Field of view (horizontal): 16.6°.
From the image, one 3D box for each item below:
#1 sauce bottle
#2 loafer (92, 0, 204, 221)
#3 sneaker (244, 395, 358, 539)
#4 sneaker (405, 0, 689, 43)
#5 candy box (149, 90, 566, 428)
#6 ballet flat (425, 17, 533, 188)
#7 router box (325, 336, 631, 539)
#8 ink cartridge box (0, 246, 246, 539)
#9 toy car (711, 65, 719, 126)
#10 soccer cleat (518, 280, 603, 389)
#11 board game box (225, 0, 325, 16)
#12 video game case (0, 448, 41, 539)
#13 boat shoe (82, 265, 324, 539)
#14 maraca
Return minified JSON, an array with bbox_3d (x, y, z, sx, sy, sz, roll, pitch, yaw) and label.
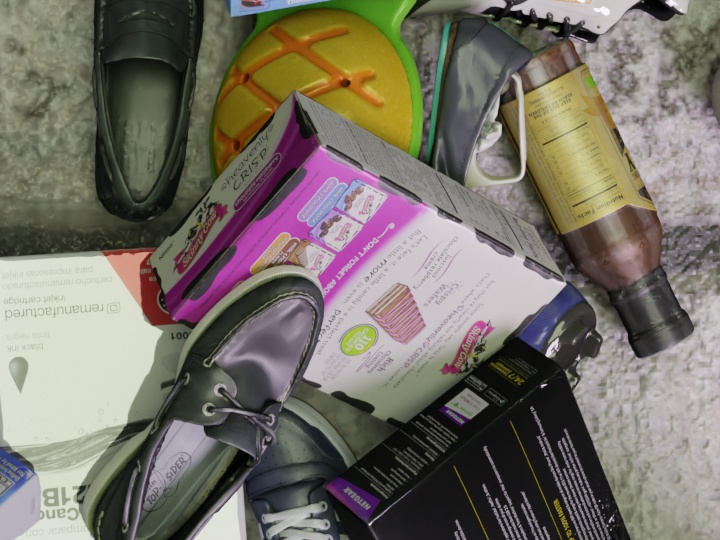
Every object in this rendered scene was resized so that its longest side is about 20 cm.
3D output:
[{"bbox_3d":[0.145,-0.043,1.521,0.064,0.065,0.201,-27,96,-9],"label":"sauce bottle"},{"bbox_3d":[-0.125,-0.130,1.469,0.068,0.070,0.202,3,89,-10],"label":"loafer"},{"bbox_3d":[-0.031,0.177,1.446,0.070,0.109,0.201,-15,103,20],"label":"sneaker"},{"bbox_3d":[0.115,-0.175,1.512,0.199,0.074,0.080,-12,93,-10],"label":"sneaker"},{"bbox_3d":[0.000,0.000,1.409,0.200,0.061,0.136,29,114,-35],"label":"candy box"},{"bbox_3d":[0.062,-0.050,1.482,0.073,0.073,0.201,11,103,-10],"label":"ballet flat"},{"bbox_3d":[0.080,0.160,1.455,0.149,0.051,0.201,-37,128,-17],"label":"router box"},{"bbox_3d":[-0.147,0.088,1.455,0.143,0.084,0.201,-4,91,-11],"label":"ink cartridge box"},{"bbox_3d":[0.328,-0.120,1.510,0.175,0.150,0.201,32,84,-8],"label":"toy car"},{"bbox_3d":[0.065,0.085,1.514,0.084,0.065,0.200,39,91,30],"label":"soccer cleat"},{"bbox_3d":[0.003,-0.226,1.466,0.199,0.037,0.152,-12,48,-10],"label":"board game box"},{"bbox_3d":[-0.310,0.128,1.360,0.199,0.046,0.181,30,50,22],"label":"video game case"},{"bbox_3d":[-0.080,0.089,1.358,0.074,0.066,0.199,34,103,-34],"label":"boat shoe"},{"bbox_3d":[-0.025,-0.105,1.467,0.136,0.107,0.201,4,81,20],"label":"maraca"}]
